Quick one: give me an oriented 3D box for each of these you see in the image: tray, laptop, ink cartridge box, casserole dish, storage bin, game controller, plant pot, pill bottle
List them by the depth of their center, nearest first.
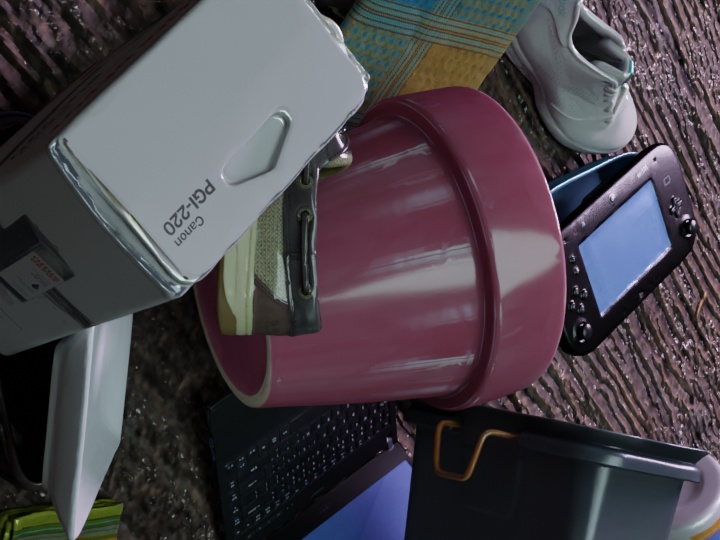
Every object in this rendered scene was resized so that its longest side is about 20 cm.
[{"bbox_3d":[-0.108,-0.047,0.656,0.085,0.199,0.146,50,58,-17],"label":"ink cartridge box"},{"bbox_3d":[-0.143,0.062,0.756,0.022,0.200,0.109,7,97,-4],"label":"tray"},{"bbox_3d":[0.000,0.000,0.870,0.177,0.200,0.202,-14,110,-24],"label":"plant pot"},{"bbox_3d":[0.106,0.161,0.926,0.145,0.199,0.136,15,83,-39],"label":"storage bin"},{"bbox_3d":[0.000,0.149,0.960,0.177,0.103,0.202,-31,129,-40],"label":"laptop"},{"bbox_3d":[0.207,-0.020,1.144,0.200,0.042,0.105,-39,126,-36],"label":"game controller"},{"bbox_3d":[0.178,-0.027,1.169,0.199,0.039,0.122,-26,117,-43],"label":"casserole dish"},{"bbox_3d":[0.300,0.272,1.318,0.112,0.111,0.201,-42,128,-33],"label":"pill bottle"}]

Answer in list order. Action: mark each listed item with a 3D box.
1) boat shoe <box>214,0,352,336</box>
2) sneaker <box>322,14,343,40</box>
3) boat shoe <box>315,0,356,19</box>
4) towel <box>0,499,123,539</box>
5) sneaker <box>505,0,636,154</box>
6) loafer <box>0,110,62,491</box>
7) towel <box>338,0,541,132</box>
[{"bbox_3d":[-0.037,-0.063,0.763,0.064,0.073,0.202,8,87,-5],"label":"boat shoe"},{"bbox_3d":[-0.091,-0.099,0.825,0.200,0.079,0.079,-46,130,-29],"label":"sneaker"},{"bbox_3d":[-0.008,-0.196,0.905,0.200,0.060,0.073,18,86,-49],"label":"boat shoe"},{"bbox_3d":[-0.185,0.237,0.842,0.086,0.018,0.202,1,98,-47],"label":"towel"},{"bbox_3d":[0.181,-0.150,1.106,0.200,0.088,0.076,40,68,-45],"label":"sneaker"},{"bbox_3d":[-0.175,0.019,0.758,0.071,0.063,0.202,-4,104,-27],"label":"loafer"},{"bbox_3d":[0.037,-0.145,0.923,0.146,0.022,0.201,7,127,-47],"label":"towel"}]
